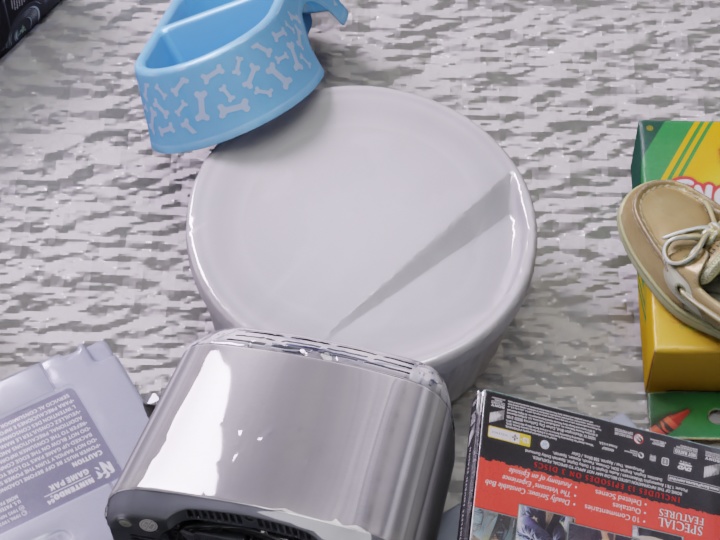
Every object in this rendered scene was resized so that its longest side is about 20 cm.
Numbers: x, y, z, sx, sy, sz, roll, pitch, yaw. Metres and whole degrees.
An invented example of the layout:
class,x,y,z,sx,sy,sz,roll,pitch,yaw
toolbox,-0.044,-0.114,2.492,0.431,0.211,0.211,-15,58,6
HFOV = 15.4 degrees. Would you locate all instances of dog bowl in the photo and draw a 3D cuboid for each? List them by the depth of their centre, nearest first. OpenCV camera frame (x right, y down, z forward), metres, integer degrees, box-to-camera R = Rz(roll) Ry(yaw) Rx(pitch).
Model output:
class,x,y,z,sx,sy,sz,roll,pitch,yaw
dog bowl,-0.074,-0.136,1.592,0.111,0.050,0.200,-18,22,18

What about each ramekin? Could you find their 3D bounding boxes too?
class,x,y,z,sx,sy,sz,roll,pitch,yaw
ramekin,0.000,0.000,1.533,0.201,0.094,0.203,1,55,-1

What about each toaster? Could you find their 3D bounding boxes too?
class,x,y,z,sx,sy,sz,roll,pitch,yaw
toaster,-0.029,0.112,1.409,0.199,0.114,0.130,9,57,14

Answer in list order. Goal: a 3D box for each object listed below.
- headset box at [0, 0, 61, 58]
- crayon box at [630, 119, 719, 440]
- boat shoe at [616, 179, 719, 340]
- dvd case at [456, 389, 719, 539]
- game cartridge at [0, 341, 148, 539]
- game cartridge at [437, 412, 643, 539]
class,x,y,z,sx,sy,sz,roll,pitch,yaw
headset box,-0.300,-0.191,1.660,0.174,0.093,0.200,30,60,19
crayon box,0.227,0.004,1.561,0.126,0.051,0.201,1,56,-1
boat shoe,0.221,0.012,1.486,0.073,0.063,0.201,-29,62,-19
dvd case,0.115,0.171,1.372,0.145,0.022,0.201,14,63,-15
game cartridge,-0.200,0.130,1.475,0.199,0.041,0.133,-24,56,-17
game cartridge,0.103,0.173,1.452,0.199,0.041,0.133,-28,57,-19
